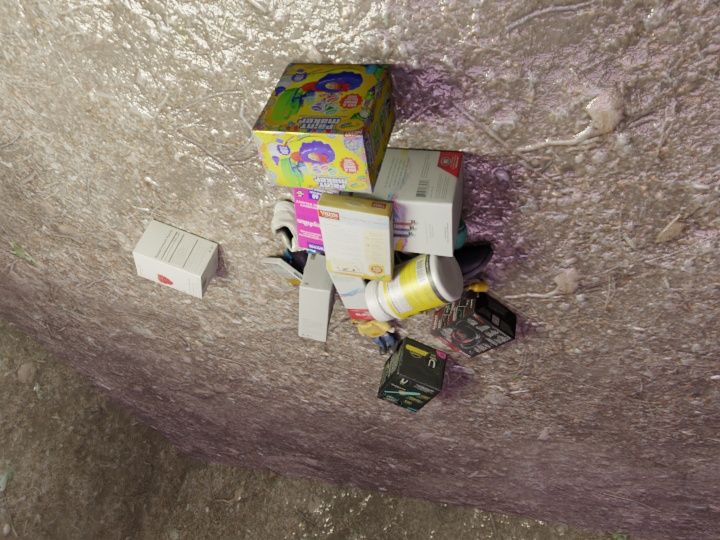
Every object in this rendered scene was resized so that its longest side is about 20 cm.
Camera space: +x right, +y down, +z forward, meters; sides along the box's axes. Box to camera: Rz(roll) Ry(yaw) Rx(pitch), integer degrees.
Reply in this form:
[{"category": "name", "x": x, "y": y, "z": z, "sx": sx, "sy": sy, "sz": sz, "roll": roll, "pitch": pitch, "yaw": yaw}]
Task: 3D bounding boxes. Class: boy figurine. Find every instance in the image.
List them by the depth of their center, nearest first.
[{"category": "boy figurine", "x": 0.042, "y": 0.171, "z": 1.554, "sx": 0.121, "sy": 0.066, "sz": 0.201, "roll": -7, "pitch": 140, "yaw": 34}]

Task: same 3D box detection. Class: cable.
[{"category": "cable", "x": 0.222, "y": 0.042, "z": 1.243, "sx": 0.095, "sy": 0.052, "sz": 0.197, "roll": -2, "pitch": 176, "yaw": 44}]

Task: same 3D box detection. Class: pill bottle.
[{"category": "pill bottle", "x": 0.111, "y": 0.036, "z": 1.136, "sx": 0.197, "sy": 0.117, "sz": 0.114, "roll": -23, "pitch": 128, "yaw": 37}]

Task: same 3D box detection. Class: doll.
[{"category": "doll", "x": -0.143, "y": -0.028, "z": 1.388, "sx": 0.133, "sy": 0.049, "sz": 0.201, "roll": -8, "pitch": 137, "yaw": 34}]

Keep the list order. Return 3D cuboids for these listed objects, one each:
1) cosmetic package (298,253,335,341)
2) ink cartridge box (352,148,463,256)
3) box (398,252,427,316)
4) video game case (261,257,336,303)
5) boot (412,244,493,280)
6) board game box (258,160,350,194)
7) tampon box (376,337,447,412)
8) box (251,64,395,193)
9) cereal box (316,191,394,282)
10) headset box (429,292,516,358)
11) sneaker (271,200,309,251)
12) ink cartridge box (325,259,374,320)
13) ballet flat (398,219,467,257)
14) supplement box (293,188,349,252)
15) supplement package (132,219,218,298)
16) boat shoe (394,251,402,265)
[{"category": "cosmetic package", "x": -0.107, "y": 0.069, "z": 1.332, "sx": 0.078, "sy": 0.115, "sz": 0.203, "roll": 10, "pitch": 139, "yaw": 0}, {"category": "ink cartridge box", "x": 0.098, "y": -0.138, "z": 1.056, "sx": 0.194, "sy": 0.148, "sz": 0.147, "roll": 8, "pitch": 144, "yaw": 16}, {"category": "box", "x": 0.119, "y": 0.040, "z": 1.359, "sx": 0.073, "sy": 0.051, "sz": 0.202, "roll": -2, "pitch": 139, "yaw": 24}, {"category": "video game case", "x": -0.170, "y": 0.028, "z": 1.452, "sx": 0.199, "sy": 0.018, "sz": 0.142, "roll": 39, "pitch": 165, "yaw": -24}, {"category": "boot", "x": 0.178, "y": -0.061, "z": 1.200, "sx": 0.199, "sy": 0.066, "sz": 0.164, "roll": 42, "pitch": 131, "yaw": -17}, {"category": "board game box", "x": -0.120, "y": -0.207, "z": 1.171, "sx": 0.197, "sy": 0.020, "sz": 0.103, "roll": 33, "pitch": 141, "yaw": -18}, {"category": "tampon box", "x": 0.158, "y": 0.326, "z": 1.648, "sx": 0.146, "sy": 0.129, "sz": 0.201, "roll": 21, "pitch": 143, "yaw": -6}, {"category": "box", "x": -0.056, "y": -0.253, "z": 0.934, "sx": 0.194, "sy": 0.197, "sz": 0.124, "roll": 6, "pitch": 143, "yaw": 15}, {"category": "cereal box", "x": -0.005, "y": -0.060, "z": 1.043, "sx": 0.139, "sy": 0.040, "sz": 0.203, "roll": 11, "pitch": 143, "yaw": 12}, {"category": "headset box", "x": 0.289, "y": 0.148, "z": 1.402, "sx": 0.146, "sy": 0.076, "sz": 0.199, "roll": 31, "pitch": 142, "yaw": -17}, {"category": "sneaker", "x": -0.133, "y": -0.075, "z": 1.279, "sx": 0.196, "sy": 0.101, "sz": 0.078, "roll": 28, "pitch": 143, "yaw": -14}, {"category": "ink cartridge box", "x": 0.000, "y": 0.000, "z": 1.277, "sx": 0.080, "sy": 0.149, "sz": 0.202, "roll": 1, "pitch": 141, "yaw": 22}, {"category": "ballet flat", "x": 0.130, "y": -0.062, "z": 1.132, "sx": 0.193, "sy": 0.068, "sz": 0.072, "roll": -4, "pitch": 127, "yaw": 9}, {"category": "supplement box", "x": -0.080, "y": -0.140, "z": 1.138, "sx": 0.098, "sy": 0.106, "sz": 0.202, "roll": 11, "pitch": 146, "yaw": 6}, {"category": "supplement package", "x": -0.512, "y": -0.030, "z": 1.488, "sx": 0.195, "sy": 0.122, "sz": 0.122, "roll": 20, "pitch": 146, "yaw": -2}, {"category": "boat shoe", "x": 0.078, "y": 0.009, "z": 1.244, "sx": 0.070, "sy": 0.061, "sz": 0.203, "roll": -10, "pitch": 131, "yaw": 32}]
